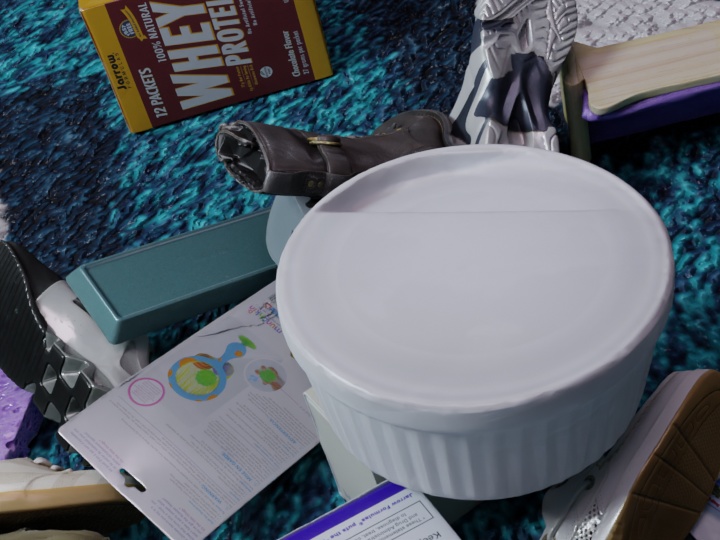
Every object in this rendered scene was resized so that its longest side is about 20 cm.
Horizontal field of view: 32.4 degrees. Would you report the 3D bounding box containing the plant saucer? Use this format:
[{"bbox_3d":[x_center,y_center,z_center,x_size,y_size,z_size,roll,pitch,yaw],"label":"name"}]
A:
[{"bbox_3d":[-0.106,-0.006,0.892,0.200,0.019,0.070,-19,55,-35],"label":"plant saucer"}]

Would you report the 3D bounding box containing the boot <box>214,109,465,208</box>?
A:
[{"bbox_3d":[-0.016,-0.083,0.865,0.173,0.070,0.200,6,15,-19],"label":"boot"}]

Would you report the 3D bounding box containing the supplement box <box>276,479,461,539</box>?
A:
[{"bbox_3d":[0.037,0.213,0.588,0.103,0.101,0.200,-25,46,-22],"label":"supplement box"}]

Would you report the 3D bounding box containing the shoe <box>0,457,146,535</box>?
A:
[{"bbox_3d":[-0.231,0.136,0.770,0.199,0.070,0.054,-1,61,-10],"label":"shoe"}]

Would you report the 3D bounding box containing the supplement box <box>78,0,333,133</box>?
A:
[{"bbox_3d":[-0.149,-0.259,1.153,0.197,0.133,0.200,-16,42,0],"label":"supplement box"}]

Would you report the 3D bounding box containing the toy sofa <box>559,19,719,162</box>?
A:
[{"bbox_3d":[0.252,-0.139,0.933,0.199,0.083,0.098,-13,46,4],"label":"toy sofa"}]

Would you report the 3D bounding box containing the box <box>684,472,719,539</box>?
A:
[{"bbox_3d":[0.254,0.141,0.663,0.136,0.038,0.200,-27,43,-12],"label":"box"}]

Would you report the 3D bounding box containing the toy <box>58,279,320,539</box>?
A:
[{"bbox_3d":[-0.081,0.094,0.806,0.115,0.047,0.200,37,53,21],"label":"toy"}]

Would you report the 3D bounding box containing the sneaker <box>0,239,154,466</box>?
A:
[{"bbox_3d":[-0.196,0.054,0.868,0.088,0.074,0.200,-6,47,-46],"label":"sneaker"}]

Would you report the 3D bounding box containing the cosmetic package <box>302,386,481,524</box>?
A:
[{"bbox_3d":[0.074,0.070,0.749,0.200,0.104,0.073,-34,45,-17],"label":"cosmetic package"}]

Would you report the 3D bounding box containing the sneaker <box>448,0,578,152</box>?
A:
[{"bbox_3d":[0.100,-0.130,0.932,0.079,0.130,0.200,6,74,-20],"label":"sneaker"}]

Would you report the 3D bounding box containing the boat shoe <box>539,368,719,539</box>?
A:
[{"bbox_3d":[0.125,0.133,0.657,0.069,0.071,0.200,22,76,49],"label":"boat shoe"}]

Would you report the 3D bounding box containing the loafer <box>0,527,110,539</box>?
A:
[{"bbox_3d":[-0.225,0.195,0.739,0.199,0.076,0.067,-8,-1,24],"label":"loafer"}]

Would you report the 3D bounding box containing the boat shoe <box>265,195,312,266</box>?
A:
[{"bbox_3d":[0.000,0.000,0.833,0.091,0.071,0.200,11,24,-19],"label":"boat shoe"}]

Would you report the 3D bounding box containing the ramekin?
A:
[{"bbox_3d":[0.060,0.028,0.643,0.201,0.094,0.203,-5,41,5],"label":"ramekin"}]

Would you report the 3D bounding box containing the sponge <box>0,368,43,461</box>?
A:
[{"bbox_3d":[-0.280,0.101,0.885,0.111,0.030,0.200,-2,43,14],"label":"sponge"}]
